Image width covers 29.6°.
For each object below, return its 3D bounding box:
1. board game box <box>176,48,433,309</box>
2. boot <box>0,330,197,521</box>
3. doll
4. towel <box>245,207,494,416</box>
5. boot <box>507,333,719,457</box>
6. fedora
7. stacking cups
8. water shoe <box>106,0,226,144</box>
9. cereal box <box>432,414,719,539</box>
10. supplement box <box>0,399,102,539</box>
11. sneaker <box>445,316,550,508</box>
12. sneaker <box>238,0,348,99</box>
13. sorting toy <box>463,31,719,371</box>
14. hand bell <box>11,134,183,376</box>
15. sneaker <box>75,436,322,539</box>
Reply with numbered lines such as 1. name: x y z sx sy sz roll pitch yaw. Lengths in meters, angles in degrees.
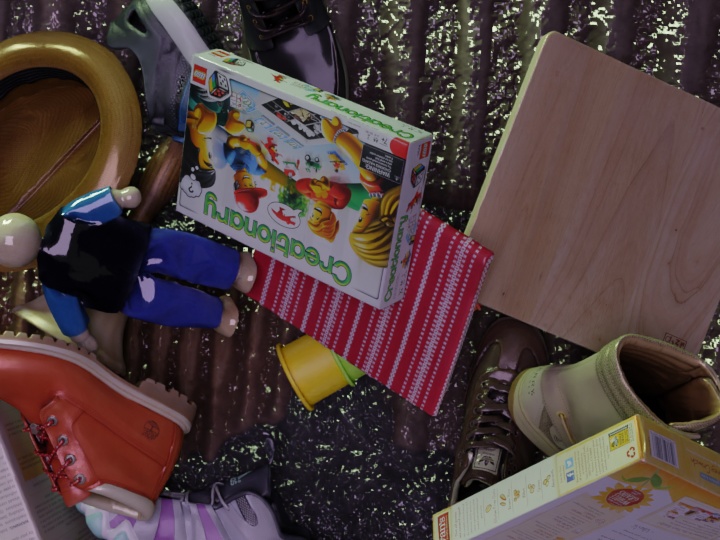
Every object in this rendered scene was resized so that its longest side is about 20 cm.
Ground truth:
1. board game box: -0.046 -0.069 0.989 0.199 0.034 0.128 25 119 29
2. boot: -0.223 0.115 1.019 0.199 0.075 0.108 28 65 -25
3. doll: -0.182 0.002 1.022 0.198 0.048 0.138 16 106 -27
4. towel: 0.000 0.000 1.014 0.199 0.022 0.146 32 123 26
5. boot: 0.221 0.127 0.996 0.200 0.155 0.073 41 61 -8
6. fedora: -0.252 -0.089 1.087 0.198 0.082 0.203 -3 80 16
7. stacking cups: 0.030 0.035 1.081 0.199 0.061 0.061 -31 88 2
8. water shoe: -0.126 -0.126 1.085 0.078 0.071 0.201 -30 93 13
9. cereal box: 0.167 0.175 0.966 0.199 0.143 0.040 -33 44 38
10. supplement box: -0.285 0.160 1.083 0.073 0.126 0.202 -22 88 6
11. sneaker: 0.109 0.138 1.061 0.070 0.076 0.203 10 93 6
12. sneaker: -0.068 -0.202 1.058 0.074 0.106 0.202 -19 89 7
13. sorting toy: 0.183 -0.045 1.027 0.197 0.070 0.202 22 90 -10
14. hand bell: -0.185 -0.028 1.100 0.103 0.104 0.201 29 82 5
15. sneaker: -0.121 0.185 1.095 0.199 0.078 0.141 35 93 -5
